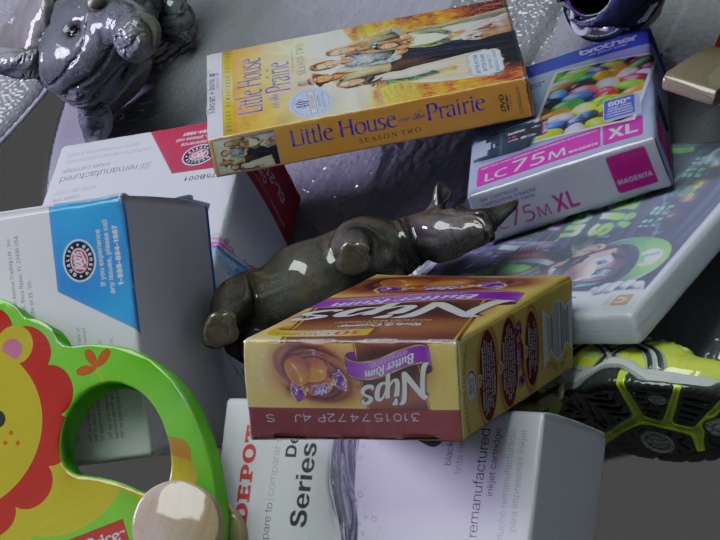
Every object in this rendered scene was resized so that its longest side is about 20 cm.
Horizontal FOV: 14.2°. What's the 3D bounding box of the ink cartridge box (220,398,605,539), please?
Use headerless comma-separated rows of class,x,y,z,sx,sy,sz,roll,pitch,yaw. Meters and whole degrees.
ink cartridge box,0.020,0.147,1.542,0.199,0.084,0.147,1,78,30

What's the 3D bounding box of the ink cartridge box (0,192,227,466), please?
ink cartridge box,-0.196,0.042,1.658,0.199,0.145,0.148,-7,88,16

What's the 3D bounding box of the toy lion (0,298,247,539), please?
toy lion,-0.180,0.098,1.548,0.199,0.069,0.192,-21,75,9

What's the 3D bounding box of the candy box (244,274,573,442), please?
candy box,0.030,0.043,1.511,0.116,0.057,0.200,0,11,20

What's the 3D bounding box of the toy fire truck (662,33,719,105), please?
toy fire truck,0.280,-0.153,1.738,0.176,0.129,0.200,12,66,37

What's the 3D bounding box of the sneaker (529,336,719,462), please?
sneaker,0.145,0.056,1.617,0.199,0.076,0.077,5,50,31

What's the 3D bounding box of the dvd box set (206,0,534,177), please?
dvd box set,0.003,-0.116,1.806,0.199,0.030,0.146,-10,25,3

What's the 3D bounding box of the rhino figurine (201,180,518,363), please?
rhino figurine,0.000,0.000,1.662,0.199,0.060,0.087,-26,11,-4

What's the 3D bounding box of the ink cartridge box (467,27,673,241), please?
ink cartridge box,0.129,-0.091,1.769,0.119,0.042,0.200,-17,22,13

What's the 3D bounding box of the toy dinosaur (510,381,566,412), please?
toy dinosaur,0.036,0.105,1.626,0.200,0.047,0.089,-2,83,49

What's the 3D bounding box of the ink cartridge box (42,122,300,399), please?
ink cartridge box,-0.133,0.008,1.819,0.145,0.083,0.200,-8,43,21

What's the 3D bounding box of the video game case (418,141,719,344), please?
video game case,0.132,-0.018,1.685,0.181,0.023,0.200,-2,30,39

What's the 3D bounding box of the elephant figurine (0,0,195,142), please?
elephant figurine,-0.192,-0.157,1.981,0.141,0.156,0.200,6,37,5

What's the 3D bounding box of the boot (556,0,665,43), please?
boot,0.148,-0.178,1.787,0.090,0.200,0.073,-36,83,-23
